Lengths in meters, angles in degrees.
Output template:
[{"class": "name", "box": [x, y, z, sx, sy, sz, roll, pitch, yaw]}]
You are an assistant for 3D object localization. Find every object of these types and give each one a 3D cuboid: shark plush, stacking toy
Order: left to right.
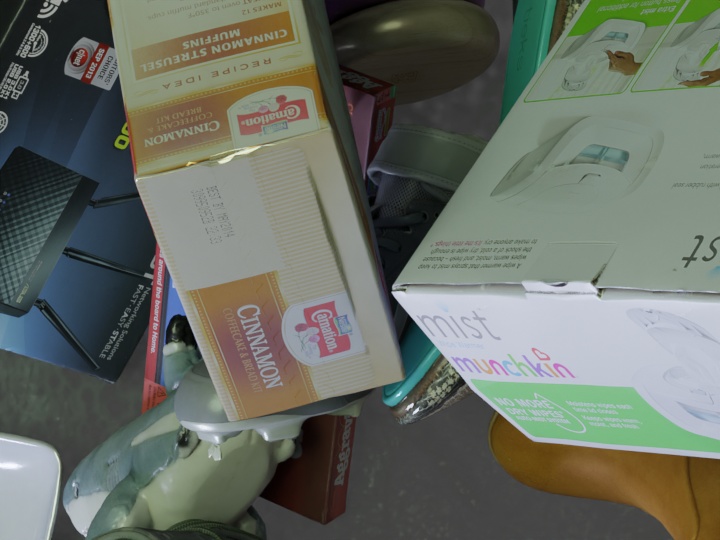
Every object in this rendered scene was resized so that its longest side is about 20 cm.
[{"class": "shark plush", "box": [-0.075, 0.055, 1.254, 0.084, 0.090, 0.201, 60, 142, 40]}, {"class": "stacking toy", "box": [0.001, -0.176, 1.271, 0.085, 0.085, 0.201, -19, 72, 24]}]

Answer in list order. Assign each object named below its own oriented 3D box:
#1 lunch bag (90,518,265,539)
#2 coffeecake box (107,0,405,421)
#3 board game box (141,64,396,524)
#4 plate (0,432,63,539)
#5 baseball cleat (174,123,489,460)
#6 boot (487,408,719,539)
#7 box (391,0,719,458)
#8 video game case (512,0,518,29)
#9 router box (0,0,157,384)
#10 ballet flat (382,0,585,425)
[{"class": "lunch bag", "box": [-0.091, 0.202, 1.228, 0.200, 0.168, 0.140, -41, 70, 16]}, {"class": "coffeecake box", "box": [-0.046, -0.072, 1.106, 0.073, 0.154, 0.201, -14, 53, 2]}, {"class": "board game box", "box": [-0.042, 0.001, 1.261, 0.102, 0.019, 0.201, 20, 118, 27]}, {"class": "plate", "box": [-0.228, 0.164, 1.378, 0.199, 0.032, 0.201, 9, 89, 28]}, {"class": "baseball cleat", "box": [0.000, 0.000, 1.185, 0.069, 0.199, 0.107, 8, 111, 44]}, {"class": "boot", "box": [0.134, 0.094, 1.139, 0.200, 0.071, 0.145, -9, 39, 21]}, {"class": "box", "box": [0.136, -0.030, 1.025, 0.199, 0.097, 0.177, 0, 51, 54]}, {"class": "video game case", "box": [0.135, -0.182, 1.184, 0.199, 0.019, 0.144, -17, 67, 44]}, {"class": "router box", "box": [-0.127, -0.062, 1.277, 0.062, 0.149, 0.201, 39, 103, 42]}, {"class": "ballet flat", "box": [0.075, -0.025, 1.150, 0.075, 0.068, 0.201, 22, 79, -15]}]
